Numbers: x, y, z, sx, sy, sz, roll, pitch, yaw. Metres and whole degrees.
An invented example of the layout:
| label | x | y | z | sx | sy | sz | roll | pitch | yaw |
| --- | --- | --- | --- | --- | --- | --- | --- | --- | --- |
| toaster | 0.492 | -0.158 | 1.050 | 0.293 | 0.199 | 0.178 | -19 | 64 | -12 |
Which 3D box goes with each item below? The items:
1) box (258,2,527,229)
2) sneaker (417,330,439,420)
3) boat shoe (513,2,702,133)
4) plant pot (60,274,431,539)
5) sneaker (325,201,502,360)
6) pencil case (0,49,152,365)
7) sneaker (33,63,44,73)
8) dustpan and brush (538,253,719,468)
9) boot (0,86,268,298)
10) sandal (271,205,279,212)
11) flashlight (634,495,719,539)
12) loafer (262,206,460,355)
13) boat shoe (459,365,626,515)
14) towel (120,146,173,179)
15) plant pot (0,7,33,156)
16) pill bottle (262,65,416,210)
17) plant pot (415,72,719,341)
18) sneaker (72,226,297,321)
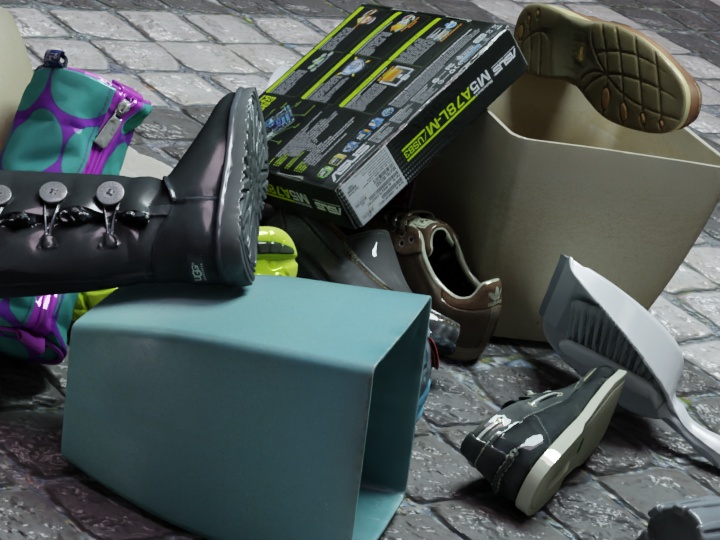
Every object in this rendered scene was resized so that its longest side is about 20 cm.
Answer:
| label | x | y | z | sx | sy | sz | roll | pitch | yaw |
| --- | --- | --- | --- | --- | --- | --- | --- | --- | --- |
| box | 0.000 | -0.124 | 1.730 | 0.200 | 0.048 | 0.193 | -44 | 31 | -22 |
| sneaker | -0.043 | 0.041 | 1.531 | 0.198 | 0.096 | 0.080 | 12 | 35 | -11 |
| boat shoe | 0.206 | -0.165 | 1.778 | 0.067 | 0.073 | 0.200 | -3 | 24 | -37 |
| plant pot | -0.075 | 0.082 | 1.381 | 0.198 | 0.142 | 0.141 | 11 | 20 | 13 |
| sneaker | 0.040 | -0.022 | 1.728 | 0.070 | 0.076 | 0.200 | -20 | 56 | -45 |
| pencil case | -0.208 | -0.039 | 1.494 | 0.085 | 0.201 | 0.092 | 28 | -19 | -36 |
| sneaker | -0.243 | -0.113 | 1.728 | 0.091 | 0.076 | 0.200 | 32 | -6 | -28 |
| dustpan and brush | 0.212 | 0.082 | 1.652 | 0.199 | 0.057 | 0.140 | 31 | -20 | 8 |
| boot | -0.164 | -0.051 | 1.425 | 0.198 | 0.066 | 0.165 | -4 | 41 | 9 |
| sandal | -0.035 | -0.057 | 1.805 | 0.075 | 0.045 | 0.201 | 1 | 39 | -21 |
| flashlight | 0.281 | 0.171 | 1.502 | 0.199 | 0.068 | 0.068 | -1 | 29 | -39 |
| loafer | 0.000 | 0.000 | 1.675 | 0.199 | 0.073 | 0.073 | 29 | -5 | 31 |
| boat shoe | 0.133 | 0.103 | 1.555 | 0.067 | 0.072 | 0.200 | 27 | 26 | 18 |
| towel | -0.210 | -0.067 | 1.755 | 0.132 | 0.035 | 0.200 | -7 | 23 | -38 |
| plant pot | -0.302 | -0.076 | 1.570 | 0.200 | 0.200 | 0.135 | -16 | 73 | -53 |
| pill bottle | 0.011 | -0.106 | 1.927 | 0.199 | 0.114 | 0.113 | 20 | 21 | 9 |
| plant pot | 0.148 | -0.049 | 1.795 | 0.198 | 0.178 | 0.200 | 6 | 22 | -24 |
| sneaker | -0.145 | 0.003 | 1.592 | 0.199 | 0.075 | 0.083 | 0 | 2 | -25 |
